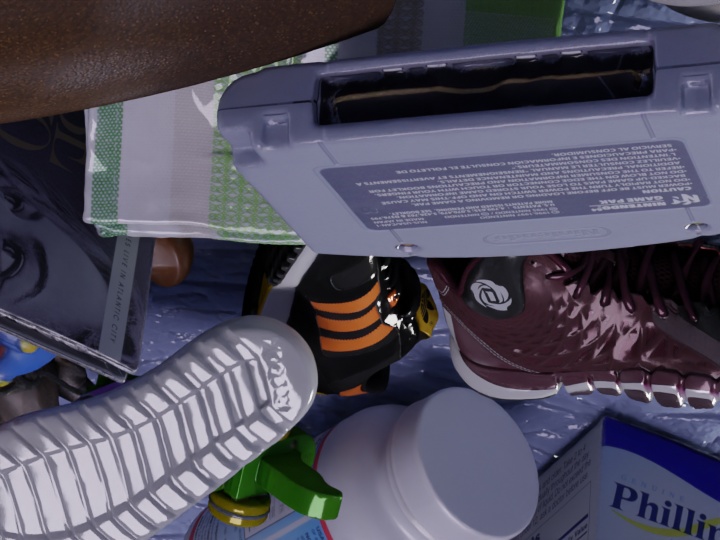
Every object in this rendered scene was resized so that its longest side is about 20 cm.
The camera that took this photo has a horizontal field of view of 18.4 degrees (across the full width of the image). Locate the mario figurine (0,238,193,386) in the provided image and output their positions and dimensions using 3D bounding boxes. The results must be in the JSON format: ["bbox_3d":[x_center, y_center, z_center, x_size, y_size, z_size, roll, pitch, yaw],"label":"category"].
[{"bbox_3d":[-0.161,0.041,1.005,0.106,0.200,0.124,28,127,32],"label":"mario figurine"}]

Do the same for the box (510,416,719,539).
[{"bbox_3d":[0.124,0.214,1.180,0.105,0.201,0.184,20,142,-17],"label":"box"}]

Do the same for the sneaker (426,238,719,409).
[{"bbox_3d":[0.121,0.004,1.010,0.199,0.076,0.116,-8,137,21],"label":"sneaker"}]

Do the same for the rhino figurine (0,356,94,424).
[{"bbox_3d":[-0.228,0.072,1.177,0.199,0.060,0.088,-10,120,24],"label":"rhino figurine"}]

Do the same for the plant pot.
[{"bbox_3d":[-0.088,-0.138,0.798,0.199,0.187,0.187,0,145,-13],"label":"plant pot"}]

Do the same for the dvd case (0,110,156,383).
[{"bbox_3d":[-0.174,-0.049,0.933,0.200,0.149,0.016,26,132,-22],"label":"dvd case"}]

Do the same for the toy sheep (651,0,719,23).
[{"bbox_3d":[0.127,-0.149,0.755,0.138,0.138,0.200,-18,142,31],"label":"toy sheep"}]

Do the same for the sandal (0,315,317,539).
[{"bbox_3d":[-0.106,0.083,1.045,0.202,0.050,0.083,-24,105,14],"label":"sandal"}]

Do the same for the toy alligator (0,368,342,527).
[{"bbox_3d":[-0.090,0.073,1.091,0.199,0.054,0.060,21,110,19],"label":"toy alligator"}]

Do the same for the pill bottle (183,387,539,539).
[{"bbox_3d":[-0.001,0.138,1.181,0.109,0.109,0.200,30,139,-26],"label":"pill bottle"}]

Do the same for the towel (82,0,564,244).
[{"bbox_3d":[-0.017,-0.078,0.906,0.199,0.031,0.150,4,112,5],"label":"towel"}]

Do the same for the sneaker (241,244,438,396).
[{"bbox_3d":[0.000,0.000,1.036,0.090,0.070,0.200,12,149,-10],"label":"sneaker"}]

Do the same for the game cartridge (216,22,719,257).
[{"bbox_3d":[0.061,-0.043,0.834,0.199,0.041,0.133,-4,156,17],"label":"game cartridge"}]
